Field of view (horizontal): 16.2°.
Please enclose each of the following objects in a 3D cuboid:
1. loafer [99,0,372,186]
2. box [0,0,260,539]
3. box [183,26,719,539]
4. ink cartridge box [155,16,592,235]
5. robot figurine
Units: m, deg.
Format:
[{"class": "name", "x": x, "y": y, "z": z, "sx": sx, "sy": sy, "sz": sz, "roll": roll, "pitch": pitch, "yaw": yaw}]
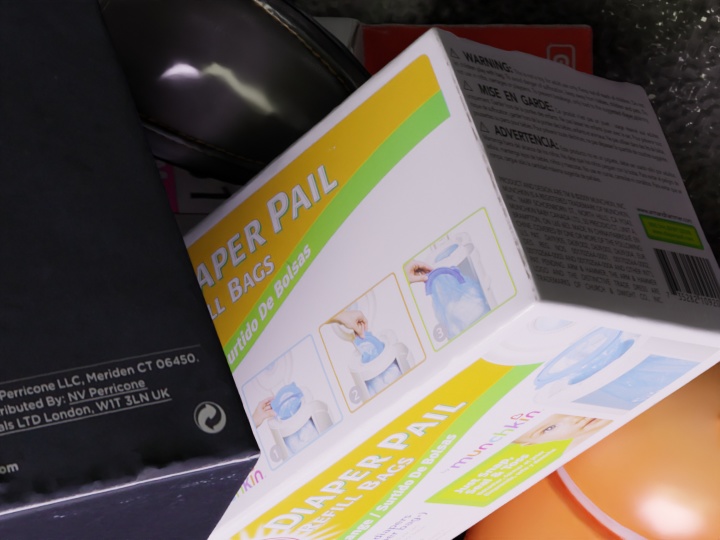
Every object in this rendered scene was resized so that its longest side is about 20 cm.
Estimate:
[{"class": "loafer", "x": -0.083, "y": -0.083, "z": 0.847, "sx": 0.199, "sy": 0.072, "sz": 0.073, "roll": 26, "pitch": 93, "yaw": 4}, {"class": "box", "x": -0.136, "y": 0.021, "z": 0.786, "sx": 0.123, "sy": 0.199, "sz": 0.200, "roll": -12, "pitch": 157, "yaw": -25}, {"class": "box", "x": 0.008, "y": 0.024, "z": 0.845, "sx": 0.112, "sy": 0.102, "sz": 0.200, "roll": 10, "pitch": 142, "yaw": -45}, {"class": "ink cartridge box", "x": 0.000, "y": 0.000, "z": 0.948, "sx": 0.173, "sy": 0.044, "sz": 0.201, "roll": 2, "pitch": 127, "yaw": 9}, {"class": "robot figurine", "x": 0.105, "y": 0.089, "z": 0.916, "sx": 0.117, "sy": 0.143, "sz": 0.200, "roll": 48, "pitch": 139, "yaw": 26}]
